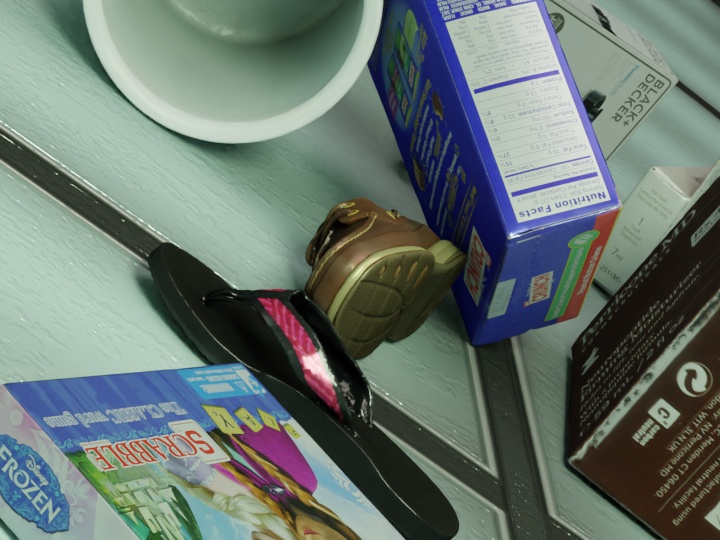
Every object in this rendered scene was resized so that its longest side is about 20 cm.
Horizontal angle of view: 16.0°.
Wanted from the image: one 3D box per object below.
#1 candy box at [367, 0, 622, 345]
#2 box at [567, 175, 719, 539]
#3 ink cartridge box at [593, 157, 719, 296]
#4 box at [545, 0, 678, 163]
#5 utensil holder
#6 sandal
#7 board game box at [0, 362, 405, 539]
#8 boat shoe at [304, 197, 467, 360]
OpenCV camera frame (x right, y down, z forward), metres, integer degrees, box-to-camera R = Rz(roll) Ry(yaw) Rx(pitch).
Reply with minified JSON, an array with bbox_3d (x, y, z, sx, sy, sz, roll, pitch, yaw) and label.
[{"bbox_3d":[0.074,-0.081,1.479,0.169,0.077,0.201,104,-30,-68],"label":"candy box"},{"bbox_3d":[0.235,0.070,1.528,0.164,0.166,0.200,37,17,-7],"label":"box"},{"bbox_3d":[0.252,-0.061,1.874,0.044,0.174,0.200,39,16,17],"label":"ink cartridge box"},{"bbox_3d":[0.135,-0.165,1.984,0.200,0.117,0.060,31,19,-32],"label":"box"},{"bbox_3d":[-0.070,-0.183,1.510,0.170,0.170,0.200,37,15,-11],"label":"utensil holder"},{"bbox_3d":[-0.020,0.051,1.237,0.200,0.045,0.075,43,17,6],"label":"sandal"},{"bbox_3d":[-0.040,0.122,1.022,0.200,0.041,0.200,46,18,16],"label":"board game box"},{"bbox_3d":[0.000,0.000,1.377,0.067,0.072,0.200,38,10,9],"label":"boat shoe"}]
